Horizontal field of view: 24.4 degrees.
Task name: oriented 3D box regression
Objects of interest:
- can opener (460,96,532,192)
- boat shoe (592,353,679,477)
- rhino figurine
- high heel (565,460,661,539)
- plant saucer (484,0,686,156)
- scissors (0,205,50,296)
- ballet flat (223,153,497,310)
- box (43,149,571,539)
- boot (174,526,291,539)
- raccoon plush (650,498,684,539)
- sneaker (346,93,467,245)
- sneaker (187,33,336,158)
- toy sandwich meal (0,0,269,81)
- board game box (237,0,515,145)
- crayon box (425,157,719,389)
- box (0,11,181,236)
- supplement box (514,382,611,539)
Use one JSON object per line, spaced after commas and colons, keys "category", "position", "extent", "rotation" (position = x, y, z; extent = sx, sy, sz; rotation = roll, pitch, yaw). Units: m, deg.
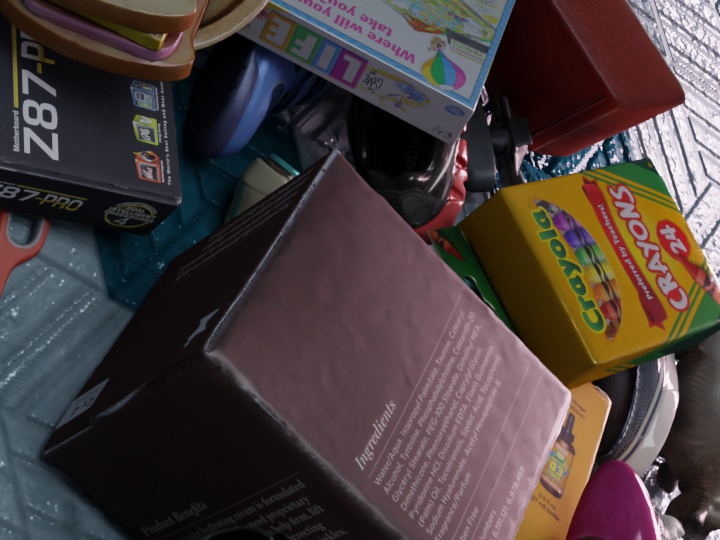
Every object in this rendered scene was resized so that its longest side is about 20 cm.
{"category": "can opener", "position": [0.097, -0.024, 1.142], "extent": [0.066, 0.053, 0.202], "rotation": [-5, 72, -8]}
{"category": "boat shoe", "position": [0.168, 0.047, 1.152], "extent": [0.092, 0.075, 0.201], "rotation": [32, 46, -17]}
{"category": "rhino figurine", "position": [0.231, 0.122, 1.153], "extent": [0.059, 0.087, 0.202], "rotation": [26, 56, -28]}
{"category": "high heel", "position": [0.121, 0.202, 0.959], "extent": [0.096, 0.067, 0.202], "rotation": [27, 71, -47]}
{"category": "plant saucer", "position": [0.110, -0.168, 1.120], "extent": [0.037, 0.199, 0.201], "rotation": [-34, 94, -17]}
{"category": "scissors", "position": [-0.199, 0.019, 0.889], "extent": [0.073, 0.014, 0.202], "rotation": [14, 61, -37]}
{"category": "ballet flat", "position": [0.000, 0.000, 1.038], "extent": [0.199, 0.069, 0.070], "rotation": [31, 54, -23]}
{"category": "box", "position": [-0.024, 0.083, 0.901], "extent": [0.200, 0.165, 0.165], "rotation": [45, 47, -15]}
{"category": "boot", "position": [-0.139, 0.166, 0.792], "extent": [0.199, 0.138, 0.078], "rotation": [-19, 83, -42]}
{"category": "raccoon plush", "position": [0.138, 0.211, 1.041], "extent": [0.199, 0.097, 0.135], "rotation": [-18, 76, -42]}
{"category": "sneaker", "position": [0.035, -0.121, 1.067], "extent": [0.098, 0.070, 0.203], "rotation": [41, 54, -68]}
{"category": "sneaker", "position": [-0.042, -0.136, 1.049], "extent": [0.082, 0.074, 0.201], "rotation": [42, 51, -20]}
{"category": "toy sandwich meal", "position": [-0.126, -0.203, 0.909], "extent": [0.203, 0.070, 0.207], "rotation": [6, 66, -15]}
{"category": "board game box", "position": [-0.009, -0.173, 1.010], "extent": [0.199, 0.034, 0.135], "rotation": [28, 47, -4]}
{"category": "crayon box", "position": [0.146, 0.004, 1.069], "extent": [0.199, 0.051, 0.128], "rotation": [-14, 72, -45]}
{"category": "box", "position": [-0.185, -0.129, 0.935], "extent": [0.160, 0.049, 0.202], "rotation": [11, 60, -33]}
{"category": "supplement box", "position": [0.093, 0.147, 1.044], "extent": [0.066, 0.069, 0.201], "rotation": [41, 52, -20]}
